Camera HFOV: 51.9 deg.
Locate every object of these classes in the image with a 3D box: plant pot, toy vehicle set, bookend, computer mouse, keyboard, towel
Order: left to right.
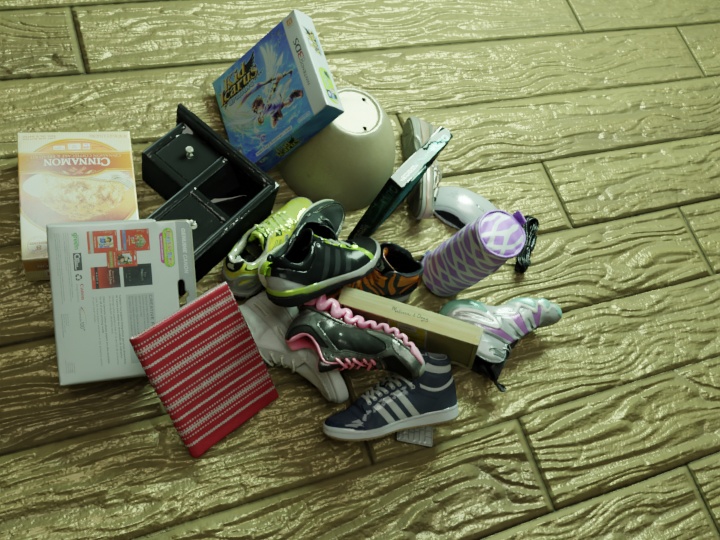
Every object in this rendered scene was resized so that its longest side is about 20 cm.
[{"bbox_3d":[-0.261,-0.107,1.085,0.200,0.092,0.199,41,61,6],"label":"bookend"},{"bbox_3d":[-0.196,0.130,0.958,0.145,0.022,0.200,-35,121,-27],"label":"towel"},{"bbox_3d":[-0.027,-0.216,1.187,0.200,0.134,0.201,7,62,-13],"label":"plant pot"},{"bbox_3d":[0.069,0.083,1.046,0.200,0.124,0.027,17,70,9],"label":"toy vehicle set"},{"bbox_3d":[0.087,0.160,1.108,0.056,0.011,0.200,12,62,-11],"label":"keyboard"},{"bbox_3d":[0.210,-0.085,1.246,0.200,0.044,0.110,28,61,-2],"label":"computer mouse"}]

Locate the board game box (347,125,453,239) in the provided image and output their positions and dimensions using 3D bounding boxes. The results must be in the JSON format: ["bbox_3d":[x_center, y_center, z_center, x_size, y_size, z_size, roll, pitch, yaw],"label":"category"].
[{"bbox_3d":[0.058,-0.124,1.129,0.028,0.200,0.135,42,61,2],"label":"board game box"}]

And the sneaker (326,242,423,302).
[{"bbox_3d":[0.000,0.000,1.101,0.200,0.112,0.078,-5,66,-18],"label":"sneaker"}]

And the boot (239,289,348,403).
[{"bbox_3d":[-0.106,0.120,1.042,0.096,0.074,0.200,-29,68,-21],"label":"boot"}]

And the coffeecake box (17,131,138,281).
[{"bbox_3d":[-0.397,-0.093,1.048,0.153,0.073,0.200,-5,67,-20],"label":"coffeecake box"}]

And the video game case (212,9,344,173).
[{"bbox_3d":[-0.134,-0.270,1.150,0.045,0.200,0.181,11,54,-52],"label":"video game case"}]

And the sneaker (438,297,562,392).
[{"bbox_3d":[0.222,0.117,1.139,0.200,0.078,0.140,-2,67,-8],"label":"sneaker"}]

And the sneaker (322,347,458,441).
[{"bbox_3d":[0.041,0.166,1.024,0.200,0.070,0.109,-7,101,-19],"label":"sneaker"}]

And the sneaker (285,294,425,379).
[{"bbox_3d":[-0.013,0.106,0.980,0.200,0.079,0.095,24,60,21],"label":"sneaker"}]

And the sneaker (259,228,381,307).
[{"bbox_3d":[-0.048,-0.020,0.994,0.200,0.072,0.083,-29,120,-40],"label":"sneaker"}]

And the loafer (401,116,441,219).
[{"bbox_3d":[0.113,-0.175,1.248,0.063,0.072,0.200,6,60,-18],"label":"loafer"}]

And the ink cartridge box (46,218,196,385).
[{"bbox_3d":[-0.305,0.035,0.962,0.175,0.084,0.200,-4,95,-19],"label":"ink cartridge box"}]

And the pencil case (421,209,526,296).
[{"bbox_3d":[0.167,-0.023,1.120,0.085,0.200,0.084,-27,85,-28],"label":"pencil case"}]

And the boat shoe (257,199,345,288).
[{"bbox_3d":[-0.067,-0.044,1.080,0.199,0.066,0.075,-43,115,-43],"label":"boat shoe"}]

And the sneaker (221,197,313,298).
[{"bbox_3d":[-0.129,-0.044,1.100,0.075,0.076,0.200,29,57,11],"label":"sneaker"}]
